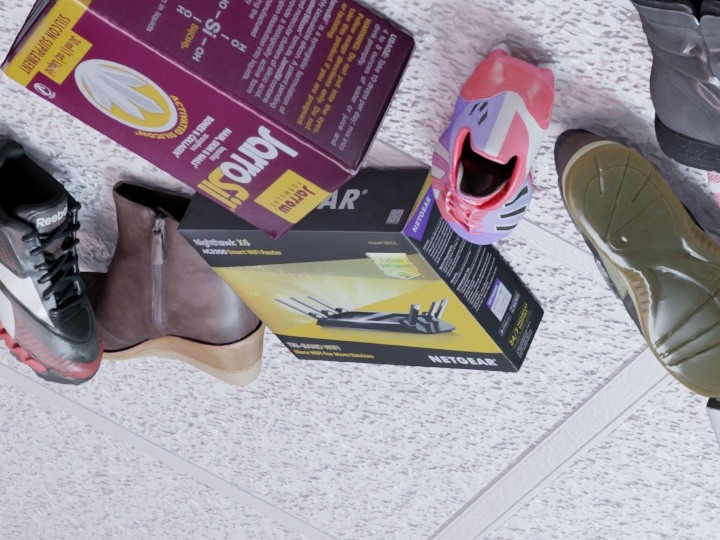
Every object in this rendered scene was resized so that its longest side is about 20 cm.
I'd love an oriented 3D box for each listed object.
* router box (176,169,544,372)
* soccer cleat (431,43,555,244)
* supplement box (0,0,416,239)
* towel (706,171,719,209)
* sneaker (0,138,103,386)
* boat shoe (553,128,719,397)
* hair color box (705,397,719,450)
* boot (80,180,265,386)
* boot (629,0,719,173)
[{"bbox_3d":[0.000,0.000,1.740,0.199,0.052,0.157,1,145,41],"label":"router box"},{"bbox_3d":[0.071,-0.057,1.542,0.066,0.077,0.200,24,154,3],"label":"soccer cleat"},{"bbox_3d":[-0.090,-0.125,1.531,0.199,0.104,0.131,31,152,-12],"label":"supplement box"},{"bbox_3d":[0.291,0.007,1.519,0.146,0.030,0.200,8,149,31],"label":"towel"},{"bbox_3d":[-0.233,-0.009,1.858,0.098,0.071,0.201,-18,104,43],"label":"sneaker"},{"bbox_3d":[0.177,-0.010,1.552,0.201,0.072,0.066,51,-172,-32],"label":"boat shoe"},{"bbox_3d":[0.294,0.126,1.702,0.101,0.061,0.200,13,152,25],"label":"hair color box"},{"bbox_3d":[-0.158,-0.006,1.885,0.199,0.072,0.167,17,140,26],"label":"boot"},{"bbox_3d":[0.231,-0.097,1.342,0.199,0.070,0.132,9,145,22],"label":"boot"}]
